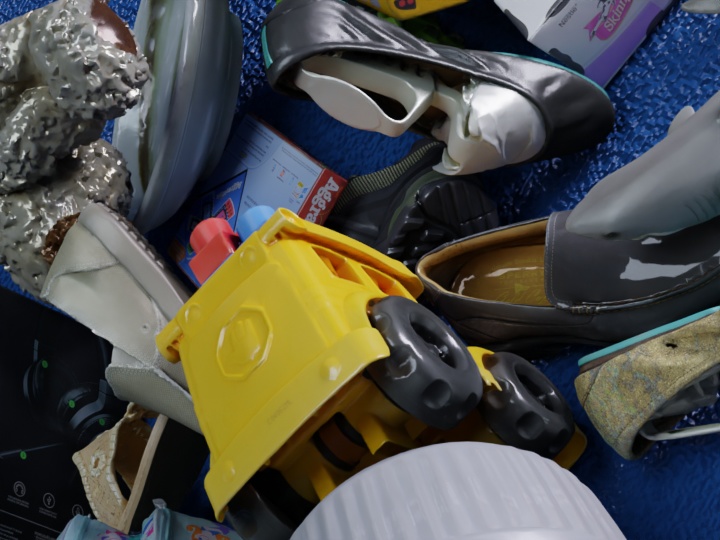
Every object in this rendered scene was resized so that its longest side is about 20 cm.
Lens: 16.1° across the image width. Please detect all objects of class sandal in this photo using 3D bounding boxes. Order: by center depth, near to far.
[{"bbox_3d":[-0.140,0.129,1.472,0.069,0.078,0.213,19,98,22],"label":"sandal"}]

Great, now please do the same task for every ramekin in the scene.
[{"bbox_3d":[0.048,0.175,1.213,0.200,0.200,0.105,-45,36,18],"label":"ramekin"}]

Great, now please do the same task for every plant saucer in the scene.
[{"bbox_3d":[-0.110,-0.112,1.584,0.200,0.050,0.202,-170,90,-75],"label":"plant saucer"}]

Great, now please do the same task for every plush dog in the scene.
[{"bbox_3d":[-0.191,-0.060,1.514,0.159,0.173,0.200,-19,4,-6],"label":"plush dog"}]

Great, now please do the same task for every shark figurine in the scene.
[{"bbox_3d":[0.192,-0.104,1.276,0.127,0.090,0.215,9,53,24],"label":"shark figurine"}]

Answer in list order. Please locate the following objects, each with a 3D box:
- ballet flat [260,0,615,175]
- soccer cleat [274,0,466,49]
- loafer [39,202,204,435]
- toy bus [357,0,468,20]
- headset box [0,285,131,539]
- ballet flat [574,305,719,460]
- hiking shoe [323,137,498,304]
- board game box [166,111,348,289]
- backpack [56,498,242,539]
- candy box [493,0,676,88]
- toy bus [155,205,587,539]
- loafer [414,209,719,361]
[{"bbox_3d":[0.038,-0.088,1.366,0.068,0.198,0.069,110,175,-46],"label":"ballet flat"},{"bbox_3d":[0.004,-0.126,1.509,0.082,0.067,0.200,-63,35,13],"label":"soccer cleat"},{"bbox_3d":[-0.099,0.054,1.392,0.068,0.076,0.200,-42,78,4],"label":"loafer"},{"bbox_3d":[-0.001,-0.204,1.453,0.065,0.079,0.200,-20,23,-17],"label":"toy bus"},{"bbox_3d":[-0.223,0.109,1.522,0.092,0.174,0.202,-19,58,37],"label":"headset box"},{"bbox_3d":[0.194,0.037,1.238,0.199,0.070,0.071,-29,51,30],"label":"ballet flat"},{"bbox_3d":[0.000,0.000,1.449,0.200,0.076,0.101,-40,28,23],"label":"hiking shoe"},{"bbox_3d":[-0.064,-0.030,1.497,0.103,0.019,0.200,-58,19,3],"label":"board game box"},{"bbox_3d":[-0.110,0.210,1.326,0.200,0.150,0.179,153,137,-72],"label":"backpack"},{"bbox_3d":[0.123,-0.228,1.431,0.168,0.071,0.200,-49,43,14],"label":"candy box"},{"bbox_3d":[-0.007,0.049,1.307,0.136,0.199,0.193,-46,51,19],"label":"toy bus"},{"bbox_3d":[0.117,0.001,1.318,0.199,0.072,0.073,-18,56,36],"label":"loafer"}]
